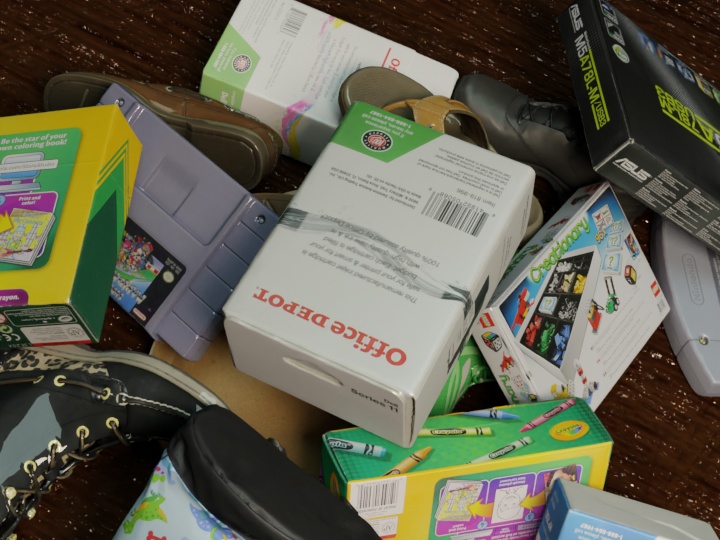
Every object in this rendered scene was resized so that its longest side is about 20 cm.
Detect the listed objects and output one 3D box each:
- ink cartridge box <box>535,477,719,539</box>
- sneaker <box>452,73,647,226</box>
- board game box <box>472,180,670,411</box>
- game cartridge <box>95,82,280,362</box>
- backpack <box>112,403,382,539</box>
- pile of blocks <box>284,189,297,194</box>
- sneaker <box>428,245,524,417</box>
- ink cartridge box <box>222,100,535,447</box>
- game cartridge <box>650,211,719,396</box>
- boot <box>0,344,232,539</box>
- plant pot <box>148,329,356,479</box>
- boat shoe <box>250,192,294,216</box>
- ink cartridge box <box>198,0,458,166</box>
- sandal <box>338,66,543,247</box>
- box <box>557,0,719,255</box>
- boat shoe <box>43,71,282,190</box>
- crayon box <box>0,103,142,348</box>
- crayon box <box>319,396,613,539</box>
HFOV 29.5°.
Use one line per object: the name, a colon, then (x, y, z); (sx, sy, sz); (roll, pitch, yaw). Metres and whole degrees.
ink cartridge box: (0.158, 0.257, 0.925); (0.115, 0.067, 0.202); (17, 100, -3)
sneaker: (0.171, -0.113, 1.166); (0.199, 0.091, 0.076); (32, 57, -8)
board game box: (0.166, 0.032, 1.069); (0.200, 0.034, 0.127); (-42, 109, -42)
game cartridge: (-0.158, -0.038, 1.034); (0.200, 0.038, 0.130); (39, 88, 25)
backpack: (-0.105, 0.215, 0.857); (0.163, 0.201, 0.154); (40, 21, 14)
pile of blocks: (0.019, -0.047, 1.122); (0.198, 0.062, 0.083); (8, 57, -10)
sneaker: (0.102, 0.054, 1.072); (0.083, 0.074, 0.200); (31, 56, 12)
ink cartridge box: (0.014, 0.000, 0.942); (0.146, 0.083, 0.201); (23, 61, 15)
game cartridge: (0.319, 0.017, 1.174); (0.132, 0.042, 0.202); (1, 58, -8)
boot: (-0.198, 0.127, 0.931); (0.202, 0.074, 0.154); (14, 55, 24)
plant pot: (-0.064, 0.095, 1.033); (0.198, 0.028, 0.202); (7, 56, -10)
boat shoe: (-0.113, -0.033, 1.074); (0.198, 0.072, 0.073); (6, 78, 19)
ink cartridge box: (-0.027, -0.151, 1.172); (0.198, 0.067, 0.118); (23, 56, 0)
sandal: (0.073, -0.100, 1.098); (0.200, 0.054, 0.080); (41, 56, 3)
box: (0.257, -0.117, 1.143); (0.199, 0.047, 0.194); (29, 36, -30)
boat shoe: (-0.161, -0.116, 1.125); (0.198, 0.072, 0.068); (22, 28, 8)
crayon box: (-0.272, -0.029, 0.993); (0.198, 0.058, 0.174); (-4, 55, 15)
crayon box: (0.070, 0.164, 0.961); (0.198, 0.120, 0.058); (-6, 33, -18)
